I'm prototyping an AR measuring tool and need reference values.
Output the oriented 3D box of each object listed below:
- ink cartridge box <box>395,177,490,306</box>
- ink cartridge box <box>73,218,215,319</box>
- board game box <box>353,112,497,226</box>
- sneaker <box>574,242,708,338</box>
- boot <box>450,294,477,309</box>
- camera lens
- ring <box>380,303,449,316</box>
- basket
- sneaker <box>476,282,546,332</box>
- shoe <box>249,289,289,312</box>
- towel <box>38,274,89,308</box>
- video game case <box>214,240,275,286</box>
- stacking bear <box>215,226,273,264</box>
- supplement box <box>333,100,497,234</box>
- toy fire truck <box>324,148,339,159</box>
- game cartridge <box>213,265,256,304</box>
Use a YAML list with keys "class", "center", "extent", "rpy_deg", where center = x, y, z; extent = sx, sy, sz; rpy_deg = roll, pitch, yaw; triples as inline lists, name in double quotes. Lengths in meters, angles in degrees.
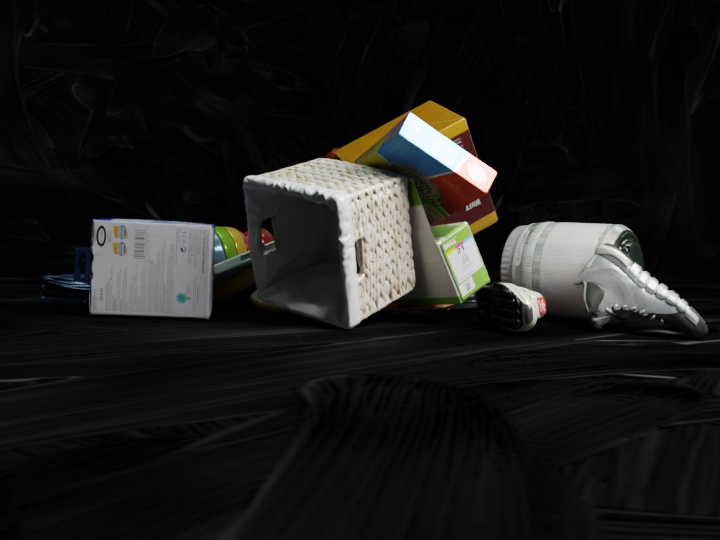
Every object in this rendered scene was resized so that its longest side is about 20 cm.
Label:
- class: "ink cartridge box"
  center: [0.089, -0.051, 1.361]
  extent: [0.076, 0.200, 0.148]
  rpy_deg: [-33, 17, -36]
- class: "ink cartridge box"
  center: [-0.312, -0.004, 1.289]
  extent: [0.199, 0.137, 0.076]
  rpy_deg: [2, 2, -6]
- class: "board game box"
  center: [0.083, -0.139, 1.314]
  extent: [0.153, 0.040, 0.200]
  rpy_deg: [32, -22, -12]
- class: "sneaker"
  center: [0.402, 0.060, 1.334]
  extent: [0.200, 0.116, 0.075]
  rpy_deg: [43, 6, 22]
- class: "boot"
  center: [0.152, -0.019, 1.623]
  extent: [0.076, 0.169, 0.200]
  rpy_deg: [1, 4, -32]
- class: "camera lens"
  center: [0.352, 0.001, 1.486]
  extent: [0.200, 0.160, 0.160]
  rpy_deg: [5, 4, 36]
- class: "ring"
  center: [0.066, 0.050, 1.507]
  extent: [0.200, 0.019, 0.200]
  rpy_deg: [-2, 10, 0]
- class: "basket"
  center: [-0.041, -0.049, 1.300]
  extent: [0.200, 0.199, 0.161]
  rpy_deg: [16, 31, 41]
- class: "sneaker"
  center: [0.239, 0.050, 1.338]
  extent: [0.093, 0.071, 0.200]
  rpy_deg: [-4, 2, -10]
- class: "shoe"
  center: [-0.082, 0.040, 1.423]
  extent: [0.200, 0.054, 0.070]
  rpy_deg: [4, 3, 21]
- class: "towel"
  center: [-0.394, 0.031, 1.396]
  extent: [0.200, 0.049, 0.112]
  rpy_deg: [1, 3, -21]
- class: "video game case"
  center: [-0.188, -0.012, 1.494]
  extent: [0.200, 0.017, 0.143]
  rpy_deg: [-25, -4, -36]
- class: "stacking bear"
  center: [-0.240, -0.026, 1.613]
  extent: [0.200, 0.114, 0.121]
  rpy_deg: [-13, 11, -36]
- class: "supplement box"
  center: [0.093, -0.141, 1.517]
  extent: [0.197, 0.200, 0.133]
  rpy_deg: [-29, 30, -9]
- class: "toy fire truck"
  center: [-0.024, -0.117, 1.627]
  extent: [0.112, 0.168, 0.200]
  rpy_deg: [-36, -15, 22]
- class: "game cartridge"
  center: [-0.141, -0.004, 1.547]
  extent: [0.200, 0.032, 0.176]
  rpy_deg: [-26, -3, 13]
